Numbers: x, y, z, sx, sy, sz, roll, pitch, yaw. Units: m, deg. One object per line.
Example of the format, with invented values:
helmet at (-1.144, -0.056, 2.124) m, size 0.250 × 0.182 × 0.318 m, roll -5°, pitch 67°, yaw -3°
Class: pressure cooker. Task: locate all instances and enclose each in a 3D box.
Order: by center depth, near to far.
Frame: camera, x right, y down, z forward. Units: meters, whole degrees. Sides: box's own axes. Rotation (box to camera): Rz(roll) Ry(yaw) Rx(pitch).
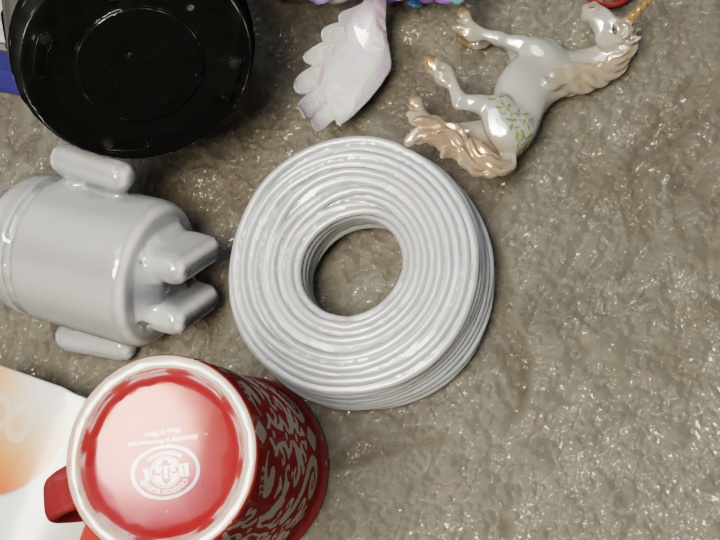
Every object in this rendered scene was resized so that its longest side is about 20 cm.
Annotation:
pressure cooker at (-0.177, -0.205, 0.679) m, size 0.176 × 0.177 × 0.201 m, roll -8°, pitch 48°, yaw -19°

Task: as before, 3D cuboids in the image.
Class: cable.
cable at (0.000, 0.000, 0.674) m, size 0.197 × 0.069 × 0.203 m, roll 11°, pitch 75°, yaw 17°

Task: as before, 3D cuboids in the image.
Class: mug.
mug at (-0.113, 0.137, 0.577) m, size 0.177 × 0.200 × 0.134 m, roll -40°, pitch 76°, yaw -5°

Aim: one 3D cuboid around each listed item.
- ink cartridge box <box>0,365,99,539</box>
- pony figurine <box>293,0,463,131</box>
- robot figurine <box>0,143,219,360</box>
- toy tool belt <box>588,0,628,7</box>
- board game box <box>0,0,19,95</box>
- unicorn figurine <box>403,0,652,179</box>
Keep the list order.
ink cartridge box at (-0.225, 0.177, 0.686) m, size 0.197 × 0.050 × 0.164 m, roll 14°, pitch 77°, yaw 21°
pony figurine at (-0.013, -0.235, 0.715) m, size 0.192 × 0.168 × 0.200 m, roll -36°, pitch 46°, yaw -14°
robot figurine at (-0.208, -0.009, 0.706) m, size 0.197 × 0.113 × 0.172 m, roll 14°, pitch 110°, yaw 17°
toy tool belt at (0.138, -0.299, 0.699) m, size 0.125 × 0.123 × 0.200 m, roll -41°, pitch 67°, yaw -11°
board game box at (-0.298, -0.269, 0.821) m, size 0.157 × 0.097 × 0.203 m, roll 13°, pitch 76°, yaw 18°
unicorn figurine at (0.124, -0.149, 0.693) m, size 0.136 × 0.074 × 0.202 m, roll 28°, pitch 82°, yaw 12°
